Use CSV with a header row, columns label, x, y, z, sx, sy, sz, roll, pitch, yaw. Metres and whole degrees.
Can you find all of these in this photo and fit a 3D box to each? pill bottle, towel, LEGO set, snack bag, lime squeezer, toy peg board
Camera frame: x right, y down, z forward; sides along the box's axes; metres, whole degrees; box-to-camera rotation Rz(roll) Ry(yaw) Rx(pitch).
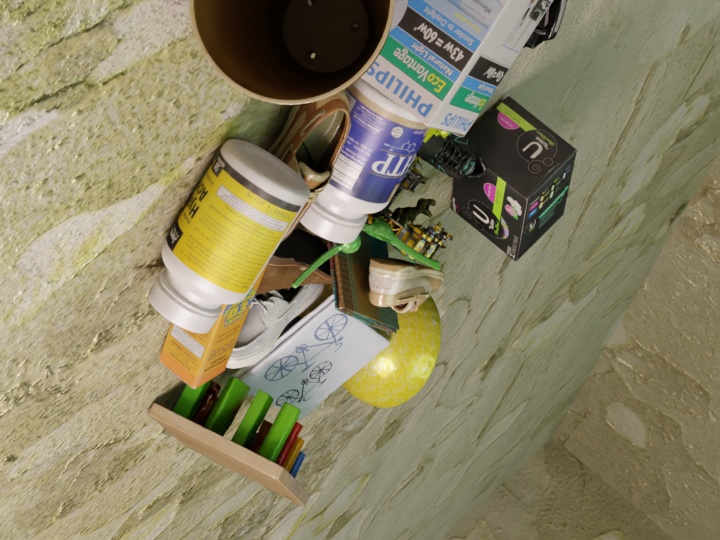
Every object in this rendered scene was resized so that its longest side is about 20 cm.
label,x,y,z,sx,sy,sz,roll,pitch,yaw
pill bottle,0.000,-0.139,1.620,0.119,0.119,0.201,-19,143,-57
towel,0.000,0.000,1.796,0.022,0.148,0.200,-13,165,20
pill bottle,-0.150,-0.034,1.482,0.201,0.111,0.111,-57,160,14
LEGO set,0.068,-0.092,1.818,0.116,0.153,0.200,-53,164,6
snack bag,-0.062,0.123,1.877,0.188,0.021,0.200,-41,148,8
lime squeezer,0.003,-0.025,1.703,0.198,0.038,0.071,-8,107,-20
toy peg board,-0.155,0.216,1.814,0.098,0.199,0.199,-62,163,-14

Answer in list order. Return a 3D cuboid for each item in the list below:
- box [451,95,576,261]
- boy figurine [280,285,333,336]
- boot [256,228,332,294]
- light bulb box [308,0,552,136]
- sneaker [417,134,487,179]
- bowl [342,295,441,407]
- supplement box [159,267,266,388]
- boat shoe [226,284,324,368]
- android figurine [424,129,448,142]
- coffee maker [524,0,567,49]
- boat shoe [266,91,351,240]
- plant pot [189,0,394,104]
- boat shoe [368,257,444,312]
label,x,y,z,sx,sy,sz,roll,pitch,yaw
box,0.237,-0.141,2.101,0.124,0.148,0.200,-43,159,-18
boy figurine,-0.063,0.044,1.892,0.200,0.064,0.124,-48,158,0
boot,-0.094,-0.005,1.723,0.075,0.074,0.199,-46,150,22
light bulb box,0.072,-0.280,1.412,0.201,0.198,0.125,-57,160,14
sneaker,0.125,-0.175,1.900,0.076,0.079,0.200,-54,159,12
bowl,0.012,0.099,2.011,0.107,0.200,0.201,18,112,-44
supplement box,-0.178,0.045,1.630,0.066,0.069,0.201,-30,150,-50
boat shoe,-0.121,0.044,1.770,0.201,0.070,0.072,-44,150,-32
android figurine,0.099,-0.242,1.742,0.200,0.041,0.182,-45,151,0
coffee maker,0.219,-0.399,1.678,0.201,0.134,0.193,-64,180,35
boat shoe,-0.068,-0.120,1.539,0.075,0.074,0.201,11,116,-28
plant pot,-0.048,-0.243,1.280,0.187,0.186,0.200,-53,174,6
boat shoe,0.057,0.022,1.819,0.200,0.073,0.070,7,97,-66
